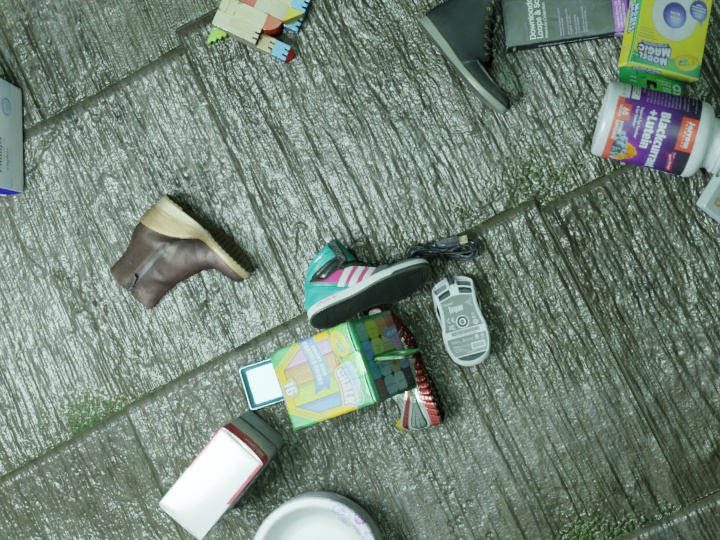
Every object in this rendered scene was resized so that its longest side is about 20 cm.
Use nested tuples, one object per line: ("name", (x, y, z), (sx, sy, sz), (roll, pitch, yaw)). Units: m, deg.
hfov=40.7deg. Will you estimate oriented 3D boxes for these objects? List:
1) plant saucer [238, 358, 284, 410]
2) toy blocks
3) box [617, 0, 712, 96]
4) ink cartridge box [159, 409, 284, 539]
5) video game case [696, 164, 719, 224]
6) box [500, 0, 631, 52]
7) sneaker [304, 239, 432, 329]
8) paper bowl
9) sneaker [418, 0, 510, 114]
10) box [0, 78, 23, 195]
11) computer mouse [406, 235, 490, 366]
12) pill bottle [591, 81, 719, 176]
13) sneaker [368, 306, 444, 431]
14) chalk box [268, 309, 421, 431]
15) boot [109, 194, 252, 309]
("plant saucer", (-0.088, 0.156, 1.521), (0.199, 0.019, 0.070), (-19, 84, 8))
("toy blocks", (-0.141, -0.425, 1.533), (0.136, 0.100, 0.201), (24, 91, -3))
("box", (0.454, -0.363, 1.441), (0.116, 0.048, 0.202), (10, 90, -13))
("ink cartridge box", (-0.198, 0.296, 1.438), (0.083, 0.200, 0.147), (39, 93, 5))
("video game case", (0.594, -0.121, 1.386), (0.199, 0.022, 0.183), (31, 91, -25))
("box", (0.313, -0.420, 1.487), (0.198, 0.036, 0.144), (-7, 86, 9))
("sneaker", (0.000, 0.000, 1.476), (0.199, 0.084, 0.121), (-22, 55, -2))
("paper bowl", (-0.060, 0.434, 1.458), (0.199, 0.104, 0.202), (-1, 87, 9))
("sneaker", (0.187, -0.341, 1.480), (0.106, 0.075, 0.200), (-38, 81, 7))
("box", (-0.663, -0.212, 1.580), (0.198, 0.105, 0.186), (-3, 86, 9))
("computer mouse", (0.144, 0.049, 1.483), (0.109, 0.044, 0.202), (-13, 79, 3))
("pill bottle", (0.448, -0.201, 1.417), (0.198, 0.111, 0.112), (15, 89, 9))
("sneaker", (0.054, 0.150, 1.472), (0.082, 0.078, 0.201), (-24, 82, 11))
("chalk box", (-0.009, 0.137, 1.405), (0.199, 0.124, 0.125), (-24, 82, 31))
("boot", (-0.286, -0.003, 1.546), (0.200, 0.072, 0.167), (39, 105, 7))
